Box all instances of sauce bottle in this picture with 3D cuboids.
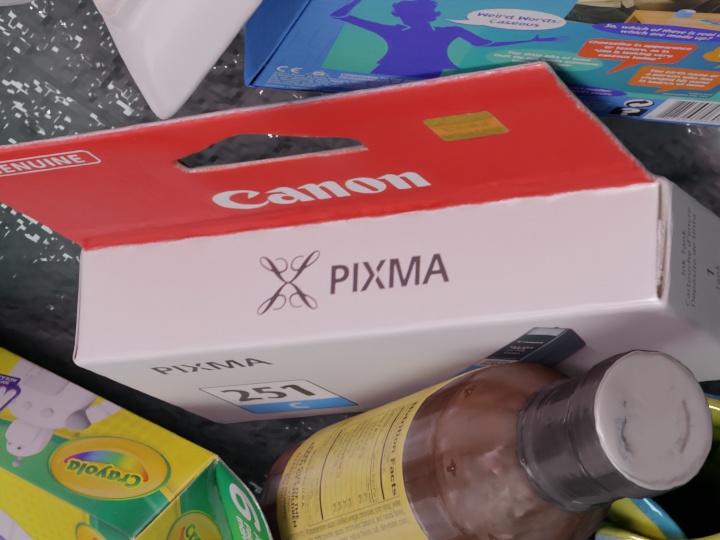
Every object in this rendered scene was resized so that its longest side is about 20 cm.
[{"bbox_3d":[0.037,0.064,0.860,0.065,0.065,0.200,38,153,-17],"label":"sauce bottle"}]

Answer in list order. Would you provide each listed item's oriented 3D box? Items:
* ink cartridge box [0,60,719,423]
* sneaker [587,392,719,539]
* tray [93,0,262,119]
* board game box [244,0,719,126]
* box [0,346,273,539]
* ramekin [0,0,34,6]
[{"bbox_3d":[0.000,0.000,0.840,0.199,0.045,0.176,-7,161,26],"label":"ink cartridge box"},{"bbox_3d":[0.074,0.096,0.927,0.199,0.080,0.131,-20,137,23],"label":"sneaker"},{"bbox_3d":[-0.071,-0.147,0.700,0.022,0.201,0.107,-9,154,-37],"label":"tray"},{"bbox_3d":[0.064,-0.088,0.694,0.151,0.045,0.200,4,166,-14],"label":"board game box"},{"bbox_3d":[-0.101,0.091,0.969,0.199,0.048,0.118,21,142,35],"label":"box"},{"bbox_3d":[-0.127,-0.162,0.668,0.200,0.097,0.201,10,103,48],"label":"ramekin"}]
